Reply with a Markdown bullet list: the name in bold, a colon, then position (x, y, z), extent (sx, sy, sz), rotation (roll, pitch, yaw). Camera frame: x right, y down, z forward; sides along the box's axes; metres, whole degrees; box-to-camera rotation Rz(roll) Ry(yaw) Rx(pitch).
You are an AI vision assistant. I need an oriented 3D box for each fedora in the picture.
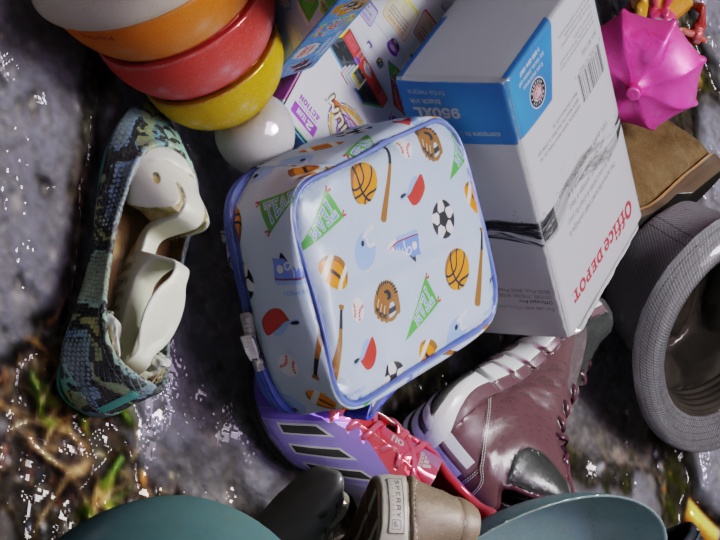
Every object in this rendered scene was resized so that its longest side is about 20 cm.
- **fedora**: position (0.241, 0.026, 1.864), extent (0.177, 0.090, 0.200), rotation (-44, 140, -10)

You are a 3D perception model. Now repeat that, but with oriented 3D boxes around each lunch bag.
- **lunch bag**: position (0.000, 0.000, 1.565), extent (0.200, 0.075, 0.161), rotation (-28, 109, -50)

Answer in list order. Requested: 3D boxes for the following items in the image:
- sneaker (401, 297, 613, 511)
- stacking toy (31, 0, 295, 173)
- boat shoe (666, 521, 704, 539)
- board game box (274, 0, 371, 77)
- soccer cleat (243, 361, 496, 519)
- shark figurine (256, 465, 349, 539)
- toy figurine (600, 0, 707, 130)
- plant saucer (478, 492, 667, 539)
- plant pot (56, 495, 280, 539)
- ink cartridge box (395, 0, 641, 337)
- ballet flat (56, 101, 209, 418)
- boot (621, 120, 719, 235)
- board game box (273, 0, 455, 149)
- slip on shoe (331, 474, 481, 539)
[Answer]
- **sneaker**: position (0.121, 0.103, 1.721), extent (0.200, 0.076, 0.116), rotation (-32, 83, -40)
- **stacking toy**: position (-0.094, -0.132, 1.527), extent (0.146, 0.146, 0.200), rotation (-65, 143, -35)
- **boat shoe**: position (0.186, 0.218, 1.795), extent (0.200, 0.074, 0.062), rotation (-14, 84, -52)
- **board game box**: position (-0.045, -0.209, 1.516), extent (0.037, 0.200, 0.152), rotation (-21, 85, -17)
- **soccer cleat**: position (0.007, 0.111, 1.608), extent (0.200, 0.073, 0.068), rotation (46, 50, -33)
- **shark figurine**: position (-0.069, 0.211, 1.515), extent (0.089, 0.128, 0.215), rotation (8, 93, -22)
- **toy figurine**: position (0.210, -0.188, 1.887), extent (0.200, 0.150, 0.185), rotation (43, 54, -67)
- **plant saucer**: position (0.097, 0.198, 1.639), extent (0.201, 0.201, 0.039), rotation (20, 31, -45)
- **plant pot**: position (-0.107, 0.216, 1.368), extent (0.201, 0.200, 0.161), rotation (59, 34, -22)
- **ink cartridge box**: position (0.107, -0.077, 1.699), extent (0.145, 0.084, 0.200), rotation (-54, 137, -45)
- **ballet flat**: position (-0.119, -0.009, 1.495), extent (0.074, 0.074, 0.201), rotation (30, 59, -41)
- **boot**: position (0.180, -0.050, 1.871), extent (0.075, 0.074, 0.200), rotation (47, 47, 9)
- **board game box**: position (0.012, -0.117, 1.693), extent (0.153, 0.040, 0.200), rotation (51, 48, -29)
- **slip on shoe**: position (0.016, 0.177, 1.515), extent (0.060, 0.200, 0.076), rotation (5, 57, -13)
